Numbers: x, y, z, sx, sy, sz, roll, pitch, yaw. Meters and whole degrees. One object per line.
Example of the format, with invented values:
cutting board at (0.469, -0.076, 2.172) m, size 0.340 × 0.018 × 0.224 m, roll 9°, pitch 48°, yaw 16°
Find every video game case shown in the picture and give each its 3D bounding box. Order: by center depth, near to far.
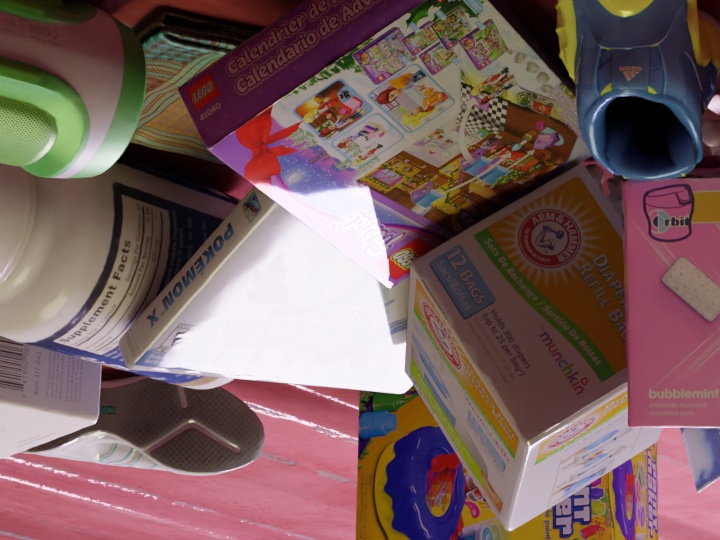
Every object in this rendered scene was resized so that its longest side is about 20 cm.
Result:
video game case at (0.000, 0.000, 1.300) m, size 0.200 × 0.022 × 0.182 m, roll 8°, pitch 137°, yaw -41°

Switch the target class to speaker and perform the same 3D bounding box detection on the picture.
speaker at (-0.197, -0.098, 1.096) m, size 0.200 × 0.089 × 0.088 m, roll 14°, pitch 158°, yaw -34°

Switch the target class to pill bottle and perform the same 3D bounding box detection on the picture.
pill bottle at (-0.145, -0.008, 1.326) m, size 0.111 × 0.111 × 0.200 m, roll -15°, pitch 156°, yaw 41°

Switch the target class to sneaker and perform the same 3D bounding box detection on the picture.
sneaker at (0.122, -0.077, 1.108) m, size 0.075 × 0.105 × 0.200 m, roll -4°, pitch 161°, yaw 15°
sneaker at (-0.167, 0.108, 1.777) m, size 0.199 × 0.071 × 0.080 m, roll 7°, pitch 171°, yaw 2°

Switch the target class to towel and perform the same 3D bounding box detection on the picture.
towel at (-0.041, -0.079, 1.250) m, size 0.199 × 0.022 × 0.147 m, roll 11°, pitch 159°, yaw -28°

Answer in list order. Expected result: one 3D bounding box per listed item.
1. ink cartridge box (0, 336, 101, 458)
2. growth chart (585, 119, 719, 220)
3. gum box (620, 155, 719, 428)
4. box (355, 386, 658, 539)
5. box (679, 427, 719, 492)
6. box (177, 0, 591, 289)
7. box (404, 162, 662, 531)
ink cartridge box at (-0.260, 0.020, 1.395) m, size 0.199 × 0.129 × 0.125 m, roll 14°, pitch 158°, yaw -32°
growth chart at (0.164, 0.002, 1.266) m, size 0.018 × 0.145 × 0.200 m, roll -16°, pitch -178°, yaw -15°
gum box at (0.218, 0.008, 1.109) m, size 0.199 × 0.114 × 0.066 m, roll -1°, pitch -168°, yaw 7°
box at (0.106, 0.184, 1.762) m, size 0.192 × 0.201 × 0.122 m, roll -8°, pitch 159°, yaw 24°
box at (0.242, 0.021, 1.287) m, size 0.048 × 0.122 × 0.200 m, roll 15°, pitch 138°, yaw -32°
box at (0.022, -0.071, 1.141) m, size 0.137 × 0.039 × 0.200 m, roll -33°, pitch 151°, yaw 11°
box at (0.093, 0.044, 1.269) m, size 0.101 × 0.113 × 0.200 m, roll -30°, pitch 165°, yaw -9°
